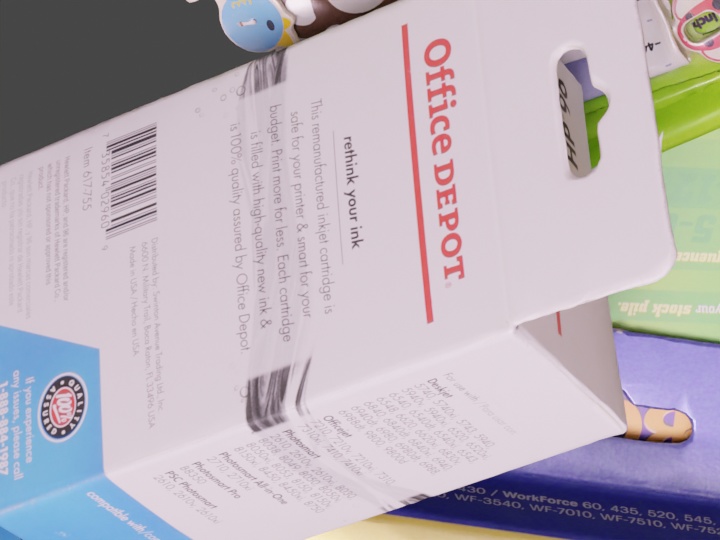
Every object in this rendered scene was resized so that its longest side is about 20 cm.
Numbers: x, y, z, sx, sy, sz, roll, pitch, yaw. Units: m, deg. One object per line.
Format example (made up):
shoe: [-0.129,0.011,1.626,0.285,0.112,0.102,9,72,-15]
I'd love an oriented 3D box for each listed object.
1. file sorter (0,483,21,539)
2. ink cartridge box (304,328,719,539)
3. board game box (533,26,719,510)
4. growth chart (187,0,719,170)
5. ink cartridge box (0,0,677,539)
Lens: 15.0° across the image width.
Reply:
file sorter: [-0.157,0.169,0.773,0.123,0.139,0.200,-28,110,-37]
ink cartridge box: [0.061,0.118,0.779,0.197,0.047,0.200,7,96,0]
board game box: [0.120,-0.005,0.801,0.095,0.030,0.200,17,96,0]
growth chart: [0.018,-0.093,0.751,0.145,0.018,0.200,-29,116,26]
ink cartridge box: [0.000,0.000,0.731,0.200,0.116,0.068,-20,144,23]
